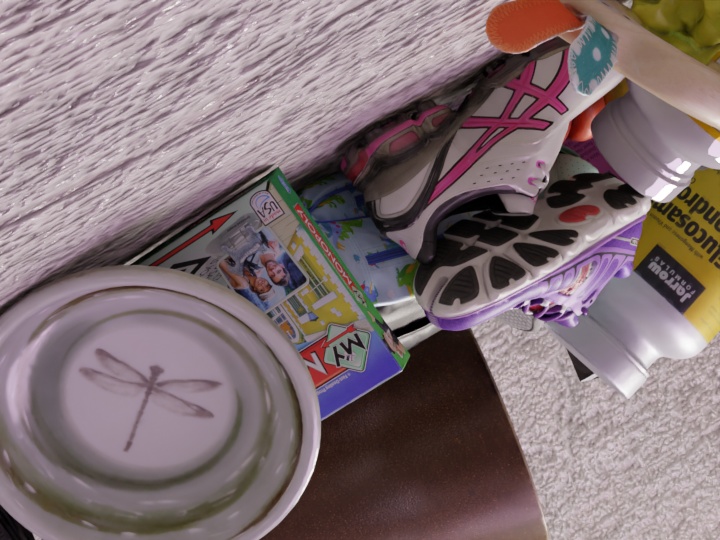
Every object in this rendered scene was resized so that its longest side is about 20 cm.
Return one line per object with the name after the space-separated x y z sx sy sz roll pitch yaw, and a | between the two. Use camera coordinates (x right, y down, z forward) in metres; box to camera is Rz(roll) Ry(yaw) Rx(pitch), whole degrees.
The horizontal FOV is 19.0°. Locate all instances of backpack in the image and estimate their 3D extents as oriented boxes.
0.000 0.000 1.368 0.199 0.154 0.163 -4 157 -31 | backpack

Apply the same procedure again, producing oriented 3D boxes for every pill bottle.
0.225 -0.010 1.515 0.200 0.112 0.112 -49 174 0 | pill bottle
0.236 -0.134 1.334 0.200 0.104 0.104 -45 169 27 | pill bottle

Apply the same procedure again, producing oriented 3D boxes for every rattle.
0.166 -0.155 1.155 0.143 0.130 0.200 -44 143 21 | rattle

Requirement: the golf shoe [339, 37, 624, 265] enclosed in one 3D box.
0.090 -0.077 1.305 0.199 0.092 0.073 -31 172 -14 | golf shoe

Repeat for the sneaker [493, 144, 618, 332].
0.119 -0.026 1.498 0.200 0.073 0.119 156 -43 -76 | sneaker

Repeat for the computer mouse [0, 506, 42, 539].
-0.222 0.131 1.576 0.044 0.110 0.200 -41 180 31 | computer mouse

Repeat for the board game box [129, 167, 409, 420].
-0.090 0.049 1.245 0.200 0.135 0.029 -33 -171 18 | board game box

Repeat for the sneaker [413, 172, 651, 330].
0.115 0.004 1.333 0.080 0.084 0.200 20 -151 40 | sneaker

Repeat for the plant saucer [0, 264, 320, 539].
-0.121 0.075 1.205 0.200 0.200 0.050 -32 -156 18 | plant saucer

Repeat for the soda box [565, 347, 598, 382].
0.189 -0.012 1.824 0.063 0.201 0.071 -11 163 -42 | soda box

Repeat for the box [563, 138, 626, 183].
0.146 -0.069 1.657 0.176 0.097 0.200 -33 175 25 | box

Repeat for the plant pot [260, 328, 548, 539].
0.005 0.141 1.509 0.199 0.188 0.187 -22 174 -3 | plant pot

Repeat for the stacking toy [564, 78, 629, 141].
0.172 -0.121 1.436 0.199 0.086 0.085 -24 172 -27 | stacking toy
